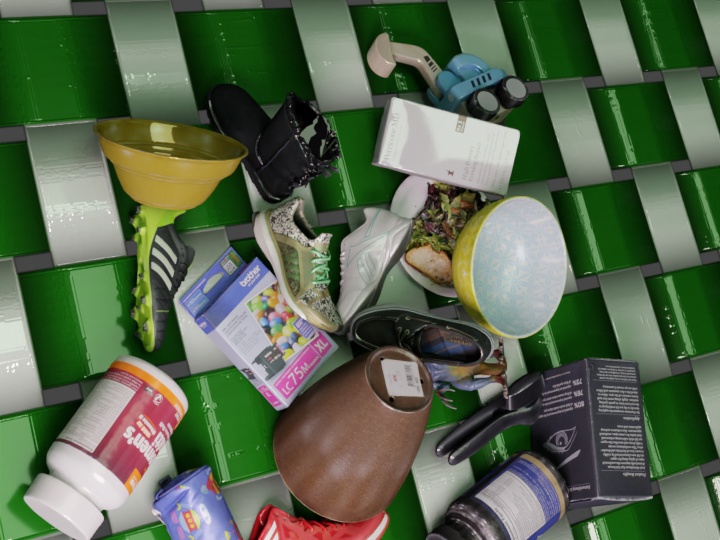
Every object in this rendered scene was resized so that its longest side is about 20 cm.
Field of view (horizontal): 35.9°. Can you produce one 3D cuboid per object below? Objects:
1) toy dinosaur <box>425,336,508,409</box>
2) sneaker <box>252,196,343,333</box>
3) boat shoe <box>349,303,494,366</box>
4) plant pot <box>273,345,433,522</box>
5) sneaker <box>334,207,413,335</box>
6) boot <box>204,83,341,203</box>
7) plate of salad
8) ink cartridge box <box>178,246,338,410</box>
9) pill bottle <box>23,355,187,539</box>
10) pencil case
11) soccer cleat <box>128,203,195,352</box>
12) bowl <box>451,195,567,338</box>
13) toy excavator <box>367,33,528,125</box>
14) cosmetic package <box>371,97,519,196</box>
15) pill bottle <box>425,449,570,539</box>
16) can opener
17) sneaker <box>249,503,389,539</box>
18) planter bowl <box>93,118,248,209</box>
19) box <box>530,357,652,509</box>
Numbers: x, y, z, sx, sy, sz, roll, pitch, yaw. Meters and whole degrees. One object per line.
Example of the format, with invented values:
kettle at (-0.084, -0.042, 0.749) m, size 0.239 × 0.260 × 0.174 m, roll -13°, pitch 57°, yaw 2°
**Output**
toy dinosaur at (0.118, 0.154, 1.579) m, size 0.179 × 0.200 × 0.107 m, roll -7°, pitch 72°, yaw 9°
sneaker at (-0.069, -0.012, 1.488) m, size 0.202 × 0.088 × 0.077 m, roll 60°, pitch 26°, yaw 8°
boat shoe at (0.078, 0.088, 1.473) m, size 0.197 × 0.057 × 0.070 m, roll 6°, pitch 103°, yaw 14°
plant pot at (0.010, 0.186, 1.401) m, size 0.185 × 0.201 × 0.189 m, roll 15°, pitch 48°, yaw -18°
sneaker at (0.000, 0.000, 1.568) m, size 0.079 × 0.071 × 0.202 m, roll 25°, pitch 69°, yaw 11°
boot at (-0.118, -0.191, 1.496) m, size 0.073 × 0.162 × 0.200 m, roll -32°, pitch 92°, yaw -33°
plate of salad at (0.134, -0.061, 1.661) m, size 0.197 × 0.048 × 0.203 m, roll 9°, pitch 71°, yaw -25°
ink cartridge box at (-0.134, 0.073, 1.482) m, size 0.200 × 0.042 × 0.119 m, roll 47°, pitch 59°, yaw -7°
pill bottle at (-0.299, 0.209, 1.310) m, size 0.109 × 0.109 × 0.201 m, roll 39°, pitch 61°, yaw -12°
pencil case at (-0.184, 0.338, 1.351) m, size 0.086 × 0.078 × 0.202 m, roll -25°, pitch 88°, yaw -12°
soccer cleat at (-0.251, 0.005, 1.424) m, size 0.080 × 0.067 × 0.203 m, roll 6°, pitch 70°, yaw -28°
bowl at (0.196, -0.006, 1.609) m, size 0.198 × 0.107 × 0.204 m, roll -1°, pitch 92°, yaw -38°
toy excavator at (0.128, -0.292, 1.711) m, size 0.193 × 0.100 × 0.201 m, roll -27°, pitch 76°, yaw -33°
cosmetic package at (0.124, -0.180, 1.631) m, size 0.197 × 0.074 × 0.103 m, roll 12°, pitch 92°, yaw -8°
pill bottle at (0.187, 0.343, 1.532) m, size 0.199 × 0.112 × 0.113 m, roll -31°, pitch 91°, yaw -31°
can opener at (0.187, 0.216, 1.604) m, size 0.199 × 0.063 × 0.079 m, roll -31°, pitch 117°, yaw -22°
sneaker at (-0.059, 0.331, 1.423) m, size 0.199 × 0.078 × 0.116 m, roll -32°, pitch 93°, yaw -33°
planter bowl at (-0.248, -0.130, 1.428) m, size 0.198 × 0.200 × 0.085 m, roll 3°, pitch 109°, yaw -27°
box at (0.330, 0.240, 1.620) m, size 0.103 × 0.148 × 0.203 m, roll 5°, pitch 74°, yaw -27°
